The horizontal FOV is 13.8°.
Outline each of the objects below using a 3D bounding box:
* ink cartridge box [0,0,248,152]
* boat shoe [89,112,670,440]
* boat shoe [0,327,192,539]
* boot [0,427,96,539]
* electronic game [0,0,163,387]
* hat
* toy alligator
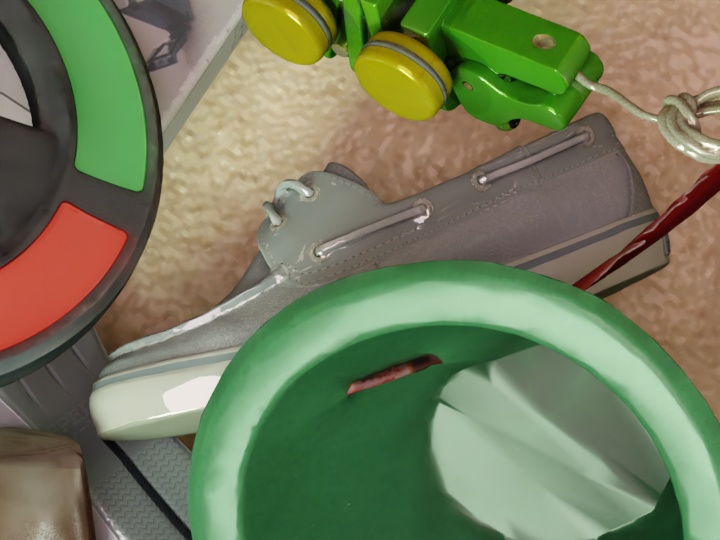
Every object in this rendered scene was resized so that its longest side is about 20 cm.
[{"bbox_3d":[-0.127,-0.102,0.963,0.176,0.045,0.200,33,75,1],"label":"ink cartridge box"},{"bbox_3d":[0.001,0.000,0.971,0.200,0.070,0.072,-18,83,-12],"label":"boat shoe"},{"bbox_3d":[-0.119,0.046,0.993,0.200,0.073,0.067,55,135,11],"label":"boat shoe"},{"bbox_3d":[-0.160,0.145,0.968,0.186,0.064,0.201,-13,120,1],"label":"boot"},{"bbox_3d":[-0.153,-0.050,0.871,0.200,0.200,0.042,39,140,2],"label":"electronic game"},{"bbox_3d":[0.066,0.044,0.945,0.199,0.176,0.166,-15,105,24],"label":"hat"},{"bbox_3d":[0.032,-0.068,0.917,0.199,0.054,0.059,27,67,18],"label":"toy alligator"}]
